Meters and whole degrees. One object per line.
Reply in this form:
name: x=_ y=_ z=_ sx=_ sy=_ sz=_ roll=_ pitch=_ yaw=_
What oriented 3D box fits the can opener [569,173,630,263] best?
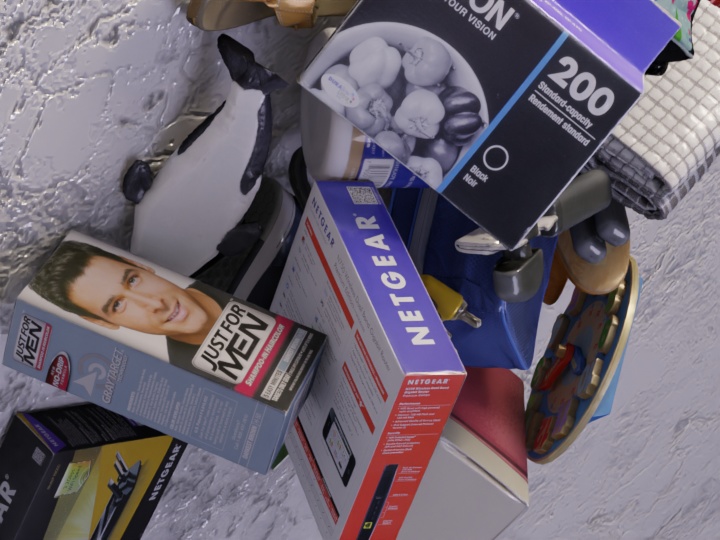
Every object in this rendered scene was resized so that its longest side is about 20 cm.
can opener: x=0.182 y=-0.095 z=1.748 sx=0.066 sy=0.201 sz=0.053 roll=27 pitch=129 yaw=-35

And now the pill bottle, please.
pill bottle: x=0.062 y=-0.118 z=1.524 sx=0.198 sy=0.116 sz=0.116 roll=0 pitch=132 yaw=-16

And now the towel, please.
towel: x=0.218 y=-0.156 z=1.694 sx=0.166 sy=0.200 sz=0.086 roll=-45 pitch=162 yaw=-20

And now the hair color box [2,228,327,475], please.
hair color box: x=-0.133 y=0.054 z=1.422 sx=0.099 sy=0.198 sz=0.061 roll=-61 pitch=172 yaw=-55

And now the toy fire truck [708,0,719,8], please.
toy fire truck: x=0.336 y=-0.273 z=1.833 sx=0.200 sy=0.129 sz=0.176 roll=-45 pitch=153 yaw=12

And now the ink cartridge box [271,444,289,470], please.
ink cartridge box: x=-0.043 y=0.093 z=1.683 sx=0.146 sy=0.048 sz=0.200 roll=-46 pitch=-179 yaw=-6

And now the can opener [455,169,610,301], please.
can opener: x=0.133 y=-0.032 z=1.571 sx=0.200 sy=0.052 sz=0.067 roll=-34 pitch=121 yaw=-56

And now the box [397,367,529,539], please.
box: x=0.068 y=0.159 z=1.824 sx=0.128 sy=0.109 sz=0.201 roll=-45 pitch=-162 yaw=24

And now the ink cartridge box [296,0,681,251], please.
ink cartridge box: x=0.092 y=-0.149 z=1.424 sx=0.200 sy=0.198 sz=0.043 roll=-51 pitch=-167 yaw=8

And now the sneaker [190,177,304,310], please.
sneaker: x=-0.078 y=0.044 z=1.609 sx=0.203 sy=0.077 sz=0.146 roll=-53 pitch=135 yaw=4

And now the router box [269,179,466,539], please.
router box: x=-0.006 y=0.068 z=1.461 sx=0.048 sy=0.201 sz=0.180 roll=0 pitch=133 yaw=-25

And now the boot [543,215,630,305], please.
boot: x=0.184 y=-0.015 z=1.836 sx=0.070 sy=0.202 sz=0.145 roll=-1 pitch=136 yaw=-10

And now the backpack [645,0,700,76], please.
backpack: x=0.154 y=-0.237 z=1.537 sx=0.199 sy=0.177 sz=0.152 roll=10 pitch=92 yaw=-50

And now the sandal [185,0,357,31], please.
sandal: x=-0.038 y=-0.196 z=1.433 sx=0.199 sy=0.054 sz=0.081 roll=-10 pitch=132 yaw=-50

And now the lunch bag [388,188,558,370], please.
lunch bag: x=0.079 y=-0.012 z=1.690 sx=0.136 sy=0.131 sz=0.201 roll=65 pitch=35 yaw=-55

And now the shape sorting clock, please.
shape sorting clock: x=0.190 y=0.075 z=1.815 sx=0.200 sy=0.039 sz=0.202 roll=-159 pitch=-90 yaw=-78

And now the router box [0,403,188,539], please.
router box: x=-0.235 y=0.197 z=1.623 sx=0.157 sy=0.052 sz=0.201 roll=-6 pitch=129 yaw=-52

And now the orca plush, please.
orca plush: x=-0.113 y=-0.082 z=1.481 sx=0.104 sy=0.071 sz=0.201 roll=10 pitch=123 yaw=-6

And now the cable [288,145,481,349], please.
cable: x=0.000 y=0.000 z=1.572 sx=0.097 sy=0.200 sz=0.050 roll=-43 pitch=-177 yaw=-16
